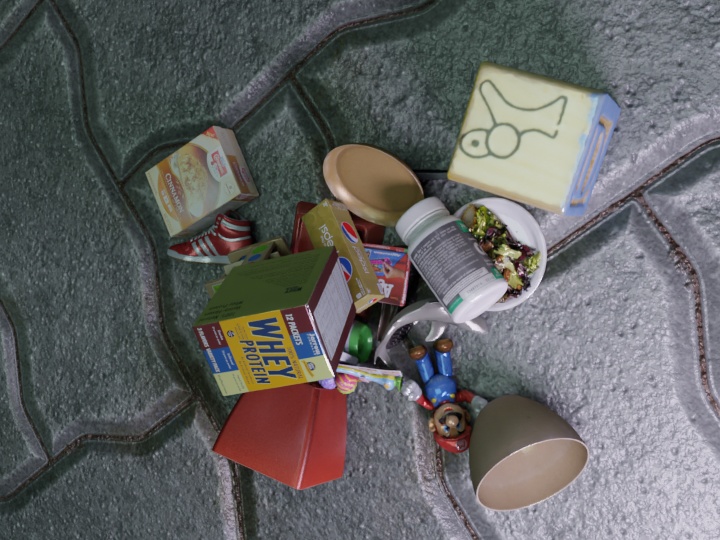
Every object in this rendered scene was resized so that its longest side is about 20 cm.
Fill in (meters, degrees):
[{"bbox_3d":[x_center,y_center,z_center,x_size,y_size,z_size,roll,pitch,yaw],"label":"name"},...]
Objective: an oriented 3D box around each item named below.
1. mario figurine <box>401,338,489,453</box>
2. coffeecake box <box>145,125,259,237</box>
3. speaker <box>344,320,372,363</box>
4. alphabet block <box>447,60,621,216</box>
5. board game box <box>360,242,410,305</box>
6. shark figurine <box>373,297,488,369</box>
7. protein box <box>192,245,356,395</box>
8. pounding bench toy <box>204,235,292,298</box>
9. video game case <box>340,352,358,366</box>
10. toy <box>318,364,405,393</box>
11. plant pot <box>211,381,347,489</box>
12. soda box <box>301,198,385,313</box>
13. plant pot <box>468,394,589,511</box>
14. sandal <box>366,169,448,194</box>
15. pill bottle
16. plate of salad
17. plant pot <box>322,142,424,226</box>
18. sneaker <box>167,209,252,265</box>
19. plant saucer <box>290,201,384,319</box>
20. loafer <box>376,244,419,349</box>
[{"bbox_3d":[0.153,0.226,1.361,0.123,0.106,0.202,-23,80,37],"label":"mario figurine"},{"bbox_3d":[-0.331,-0.181,1.586,0.199,0.073,0.155,-28,81,24],"label":"coffeecake box"},{"bbox_3d":[-0.080,0.132,1.480,0.198,0.088,0.089,4,95,25],"label":"speaker"},{"bbox_3d":[0.281,-0.207,1.225,0.199,0.196,0.197,22,101,23],"label":"alphabet block"},{"bbox_3d":[0.000,0.000,1.410,0.198,0.019,0.104,8,92,33],"label":"board game box"},{"bbox_3d":[0.107,0.082,1.337,0.213,0.090,0.129,-19,77,-4],"label":"shark figurine"},{"bbox_3d":[-0.132,0.079,1.247,0.197,0.200,0.136,-11,115,17],"label":"protein box"},{"bbox_3d":[-0.156,0.019,1.425,0.198,0.156,0.125,-16,113,19],"label":"pounding bench toy"},{"bbox_3d":[-0.124,0.153,1.399,0.198,0.143,0.018,-3,70,32],"label":"video game case"},{"bbox_3d":[-0.019,0.202,1.399,0.198,0.115,0.048,3,71,11],"label":"toy"},{"bbox_3d":[-0.132,0.288,1.465,0.198,0.200,0.178,17,90,23],"label":"plant pot"},{"bbox_3d":[-0.032,-0.026,1.383,0.067,0.064,0.201,-33,69,26],"label":"soda box"},{"bbox_3d":[0.263,0.292,1.286,0.200,0.199,0.135,-45,42,21],"label":"plant pot"},{"bbox_3d":[0.091,-0.160,1.388,0.198,0.075,0.046,2,103,23],"label":"sandal"},{"bbox_3d":[0.151,-0.020,1.301,0.113,0.113,0.201,-42,69,22],"label":"pill bottle"},{"bbox_3d":[0.227,-0.028,1.343,0.198,0.048,0.202,1,93,25],"label":"plate of salad"},{"bbox_3d":[0.027,-0.156,1.360,0.198,0.201,0.028,14,55,24],"label":"plant pot"},{"bbox_3d":[-0.312,-0.072,1.585,0.198,0.071,0.114,4,99,18],"label":"sneaker"},{"bbox_3d":[-0.061,-0.021,1.488,0.198,0.037,0.202,13,99,25],"label":"plant saucer"},{"bbox_3d":[0.064,0.045,1.421,0.071,0.073,0.202,16,95,33],"label":"loafer"}]
